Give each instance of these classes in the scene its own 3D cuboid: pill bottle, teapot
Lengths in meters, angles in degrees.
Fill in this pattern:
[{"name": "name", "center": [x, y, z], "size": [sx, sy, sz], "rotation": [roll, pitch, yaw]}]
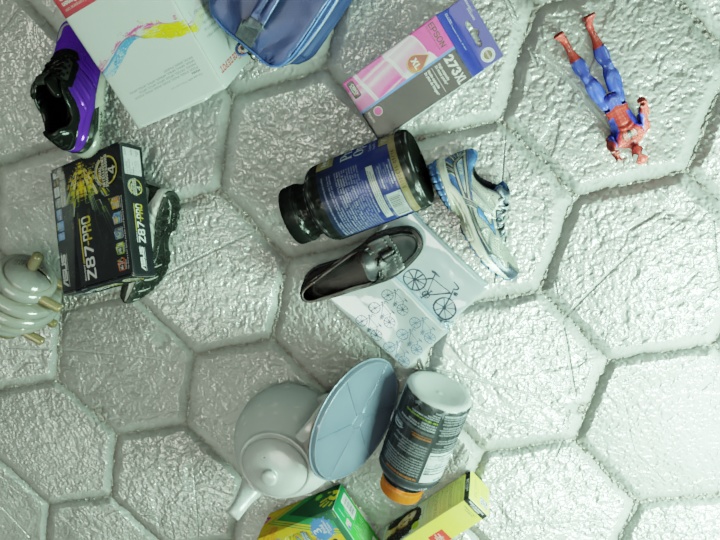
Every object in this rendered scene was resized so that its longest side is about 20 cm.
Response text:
[{"name": "pill bottle", "center": [0.092, 0.267, 1.010], "size": [0.106, 0.106, 0.201], "rotation": [20, 111, 5]}, {"name": "pill bottle", "center": [-0.008, -0.108, 0.899], "size": [0.199, 0.112, 0.112], "rotation": [-19, 104, 17]}, {"name": "teapot", "center": [-0.123, 0.289, 1.042], "size": [0.196, 0.146, 0.201], "rotation": [-4, 107, 13]}]

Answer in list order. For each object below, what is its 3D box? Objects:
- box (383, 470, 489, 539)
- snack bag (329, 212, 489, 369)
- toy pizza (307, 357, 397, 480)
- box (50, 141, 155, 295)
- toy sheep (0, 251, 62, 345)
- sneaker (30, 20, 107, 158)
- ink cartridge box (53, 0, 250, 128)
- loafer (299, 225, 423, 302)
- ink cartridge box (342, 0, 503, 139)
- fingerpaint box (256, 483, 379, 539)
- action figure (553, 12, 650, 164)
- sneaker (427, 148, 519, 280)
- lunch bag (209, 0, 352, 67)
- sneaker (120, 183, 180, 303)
[{"name": "box", "center": [0.122, 0.417, 1.074], "size": [0.200, 0.075, 0.050], "rotation": [-41, 97, 20]}, {"name": "snack bag", "center": [0.069, 0.028, 0.979], "size": [0.189, 0.021, 0.200], "rotation": [44, 111, -4]}, {"name": "toy pizza", "center": [-0.014, 0.223, 0.984], "size": [0.032, 0.200, 0.201], "rotation": [22, 115, 35]}, {"name": "box", "center": [-0.388, -0.074, 0.974], "size": [0.161, 0.049, 0.201], "rotation": [-12, 82, 30]}, {"name": "toy sheep", "center": [-0.553, 0.041, 1.059], "size": [0.138, 0.138, 0.200], "rotation": [38, 116, -3]}, {"name": "sneaker", "center": [-0.417, -0.268, 0.916], "size": [0.069, 0.099, 0.201], "rotation": [-6, 86, 19]}, {"name": "ink cartridge box", "center": [-0.263, -0.317, 0.841], "size": [0.144, 0.146, 0.200], "rotation": [-20, 118, 18]}, {"name": "loafer", "center": [0.000, 0.000, 0.940], "size": [0.199, 0.063, 0.072], "rotation": [-25, 101, 19]}, {"name": "ink cartridge box", "center": [0.082, -0.268, 0.868], "size": [0.200, 0.037, 0.095], "rotation": [-32, 100, 18]}, {"name": "fingerpaint box", "center": [-0.056, 0.501, 1.139], "size": [0.166, 0.073, 0.200], "rotation": [-28, 101, 19]}, {"name": "action figure", "center": [0.313, -0.215, 0.806], "size": [0.065, 0.099, 0.200], "rotation": [-28, 103, 21]}, {"name": "sneaker", "center": [0.175, -0.078, 0.893], "size": [0.085, 0.077, 0.200], "rotation": [-31, 101, 15]}, {"name": "lunch bag", "center": [-0.096, -0.355, 0.822], "size": [0.136, 0.132, 0.200], "rotation": [38, 111, -3]}, {"name": "sneaker", "center": [-0.345, -0.042, 1.022], "size": [0.079, 0.074, 0.201], "rotation": [23, 106, 13]}]
